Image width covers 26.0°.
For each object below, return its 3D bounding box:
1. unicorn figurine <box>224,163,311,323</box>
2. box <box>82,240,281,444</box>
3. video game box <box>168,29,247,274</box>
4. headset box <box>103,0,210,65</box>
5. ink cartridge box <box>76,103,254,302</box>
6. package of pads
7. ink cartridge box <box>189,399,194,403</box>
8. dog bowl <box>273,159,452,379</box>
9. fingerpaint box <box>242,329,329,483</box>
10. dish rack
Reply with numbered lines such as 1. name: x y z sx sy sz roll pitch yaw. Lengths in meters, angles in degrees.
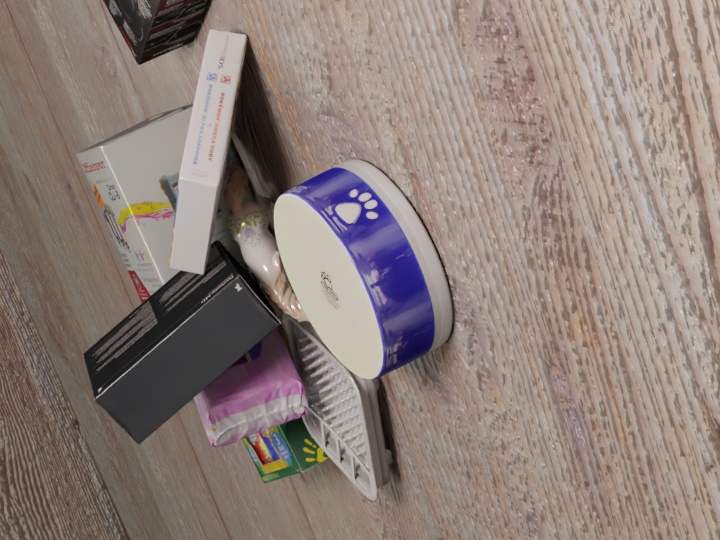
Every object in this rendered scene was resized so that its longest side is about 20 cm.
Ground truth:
1. unicorn figurine: -0.097 -0.015 1.697 0.200 0.074 0.137 48 -173 -17
2. box: -0.196 0.075 1.685 0.079 0.200 0.141 50 180 -20
3. video game box: -0.160 -0.121 1.627 0.200 0.047 0.182 110 171 -61
4. headset box: -0.223 -0.326 1.630 0.149 0.077 0.200 60 159 6
5. ink cartridge box: -0.217 -0.080 1.818 0.200 0.145 0.145 67 160 -9
6. package of pads: -0.147 0.103 1.808 0.076 0.120 0.200 84 165 -46
7. ink cartridge box: -0.202 0.053 1.975 0.146 0.048 0.200 128 135 -65
8. dog bowl: 0.000 0.000 1.486 0.200 0.079 0.200 49 156 32
9. fingerpaint box: -0.109 0.175 1.971 0.167 0.073 0.200 63 160 2
10. dish rack: -0.020 0.146 1.767 0.172 0.044 0.200 43 152 45
